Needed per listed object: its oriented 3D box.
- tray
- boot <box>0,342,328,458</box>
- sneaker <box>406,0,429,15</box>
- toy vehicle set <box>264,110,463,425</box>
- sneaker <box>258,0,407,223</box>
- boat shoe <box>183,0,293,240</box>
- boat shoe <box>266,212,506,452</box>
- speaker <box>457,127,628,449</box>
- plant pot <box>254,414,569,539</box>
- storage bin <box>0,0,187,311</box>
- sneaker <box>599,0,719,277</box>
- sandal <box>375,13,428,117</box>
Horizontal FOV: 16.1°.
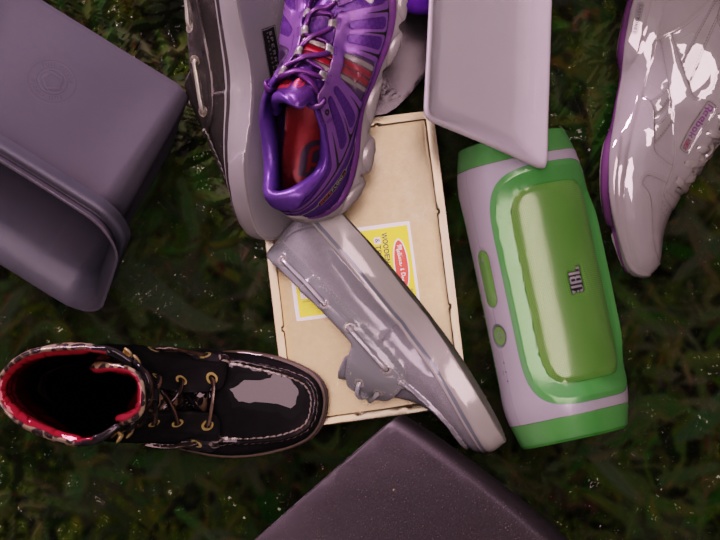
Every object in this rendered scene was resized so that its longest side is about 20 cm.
[{"bbox_3d":[0.079,-0.170,1.643,0.107,0.022,0.201,20,63,-35],"label":"tray"},{"bbox_3d":[-0.129,0.082,1.631,0.198,0.151,0.074,9,89,10],"label":"boot"},{"bbox_3d":[-0.036,-0.201,1.689,0.199,0.069,0.100,30,114,17],"label":"sneaker"},{"bbox_3d":[0.000,0.000,1.705,0.123,0.027,0.202,-6,87,0],"label":"toy vehicle set"},{"bbox_3d":[-0.023,-0.130,1.605,0.080,0.083,0.202,6,93,22],"label":"sneaker"},{"bbox_3d":[-0.078,-0.121,1.669,0.063,0.070,0.202,4,103,40],"label":"boat shoe"},{"bbox_3d":[0.014,0.048,1.659,0.071,0.070,0.201,-39,82,4],"label":"boat shoe"},{"bbox_3d":[0.120,0.012,1.675,0.088,0.088,0.202,-12,87,0],"label":"speaker"},{"bbox_3d":[0.037,0.209,1.622,0.200,0.200,0.178,-42,76,-1],"label":"plant pot"},{"bbox_3d":[-0.215,-0.087,1.669,0.199,0.146,0.135,32,61,2],"label":"storage bin"},{"bbox_3d":[0.211,-0.093,1.677,0.099,0.075,0.202,8,89,12],"label":"sneaker"},{"bbox_3d":[0.054,-0.190,1.706,0.076,0.043,0.201,31,88,2],"label":"sandal"}]
